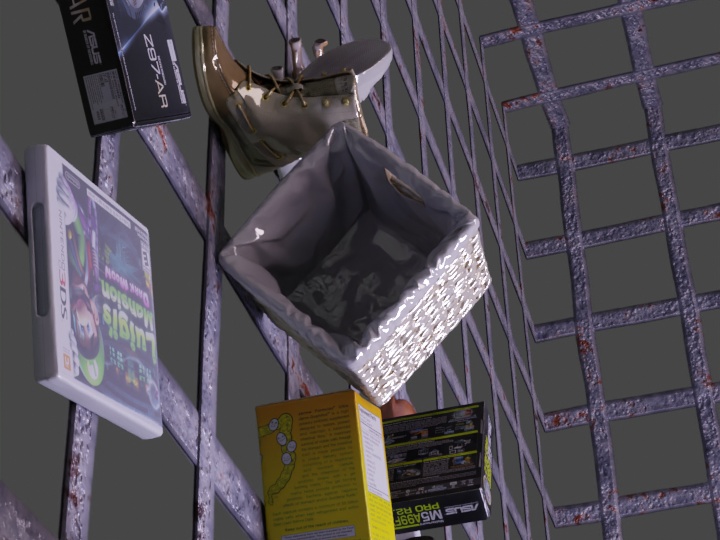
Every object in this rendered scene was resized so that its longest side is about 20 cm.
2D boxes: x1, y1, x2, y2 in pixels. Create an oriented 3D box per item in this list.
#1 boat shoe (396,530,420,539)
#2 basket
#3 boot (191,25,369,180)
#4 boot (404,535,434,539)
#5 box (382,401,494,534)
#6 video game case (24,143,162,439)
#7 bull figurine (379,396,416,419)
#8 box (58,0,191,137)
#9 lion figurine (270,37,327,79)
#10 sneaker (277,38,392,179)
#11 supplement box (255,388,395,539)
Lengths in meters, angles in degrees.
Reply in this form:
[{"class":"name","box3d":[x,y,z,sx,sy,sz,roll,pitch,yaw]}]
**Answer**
[{"class":"boat shoe","box3d":[0.048,0.368,2.042,0.057,0.068,0.201,-5,-73,66]},{"class":"basket","box3d":[0.000,0.000,1.681,0.198,0.200,0.161,37,-13,27]},{"class":"boot","box3d":[-0.081,-0.186,1.712,0.201,0.153,0.072,66,17,-45]},{"class":"boot","box3d":[0.063,0.443,1.974,0.186,0.064,0.201,-45,122,-50]},{"class":"box","box3d":[0.045,0.221,1.815,0.161,0.198,0.045,-81,156,-60]},{"class":"video game case","box3d":[-0.204,0.021,1.287,0.200,0.023,0.183,49,32,-67]},{"class":"bull figurine","box3d":[0.060,0.265,2.163,0.122,0.065,0.201,63,22,-62]},{"class":"box","box3d":[-0.209,-0.220,1.426,0.160,0.043,0.202,-33,111,-76]},{"class":"lion figurine","box3d":[-0.065,-0.209,2.047,0.200,0.072,0.123,-57,144,-53]},{"class":"sneaker","box3d":[-0.033,-0.181,1.954,0.073,0.200,0.116,29,-32,41]},{"class":"supplement box","box3d":[-0.032,0.234,1.671,0.109,0.109,0.202,46,36,-68]}]
